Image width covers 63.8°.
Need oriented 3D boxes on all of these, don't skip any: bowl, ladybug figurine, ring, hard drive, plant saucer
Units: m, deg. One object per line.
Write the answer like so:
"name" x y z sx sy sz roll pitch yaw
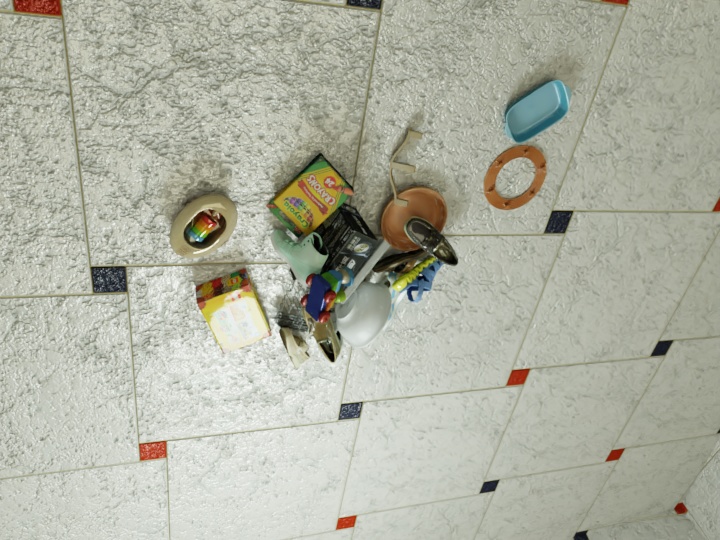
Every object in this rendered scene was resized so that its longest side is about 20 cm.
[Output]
"bowl" -0.009 0.110 1.639 0.090 0.202 0.201 30 110 -30
"ladybug figurine" -0.390 -0.114 1.426 0.200 0.072 0.136 -41 127 10
"ring" 0.447 -0.261 1.659 0.198 0.019 0.202 -10 126 -14
"hard drive" 0.000 0.000 1.580 0.026 0.132 0.201 39 88 -8
"plant saucer" 0.146 -0.148 1.618 0.198 0.038 0.202 -9 126 -13

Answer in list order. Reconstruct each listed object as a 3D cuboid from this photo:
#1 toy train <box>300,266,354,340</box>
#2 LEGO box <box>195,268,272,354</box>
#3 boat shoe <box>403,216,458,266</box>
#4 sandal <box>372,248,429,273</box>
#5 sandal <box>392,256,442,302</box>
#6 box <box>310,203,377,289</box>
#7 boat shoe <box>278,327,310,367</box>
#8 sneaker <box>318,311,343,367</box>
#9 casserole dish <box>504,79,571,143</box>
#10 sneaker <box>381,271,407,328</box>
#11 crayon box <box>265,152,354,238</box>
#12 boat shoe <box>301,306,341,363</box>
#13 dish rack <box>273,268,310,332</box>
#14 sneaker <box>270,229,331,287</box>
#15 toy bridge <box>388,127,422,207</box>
"toy train" -0.085 0.082 1.460 0.115 0.085 0.201 -27 147 -40
"LEGO box" -0.348 0.115 1.597 0.147 0.077 0.201 -20 128 -6
"boat shoe" 0.205 -0.081 1.608 0.199 0.065 0.074 33 94 -28
"sandal" 0.132 -0.023 1.671 0.198 0.082 0.055 -18 104 -16
"sandal" 0.179 0.025 1.682 0.199 0.079 0.087 -36 93 -29
"box" -0.068 -0.057 1.520 0.086 0.164 0.201 22 114 -38
"boat shoe" -0.192 0.221 1.719 0.064 0.072 0.201 -25 145 -10
"sneaker" -0.085 0.225 1.763 0.074 0.087 0.202 -11 127 -13
"casserole dish" 0.464 -0.426 1.538 0.199 0.039 0.121 -32 128 4
"sneaker" 0.074 0.090 1.741 0.080 0.077 0.202 17 109 -21
"crayon box" -0.129 -0.181 1.466 0.200 0.051 0.127 -42 109 11
"boat shoe" -0.108 0.177 1.643 0.071 0.076 0.201 -22 116 15
"dish rack" -0.159 0.089 1.665 0.152 0.055 0.201 14 119 -26
"sneaker" -0.148 -0.066 1.471 0.073 0.201 0.119 1 130 -49
"toy bridge" 0.111 -0.271 1.506 0.066 0.027 0.202 14 109 10
